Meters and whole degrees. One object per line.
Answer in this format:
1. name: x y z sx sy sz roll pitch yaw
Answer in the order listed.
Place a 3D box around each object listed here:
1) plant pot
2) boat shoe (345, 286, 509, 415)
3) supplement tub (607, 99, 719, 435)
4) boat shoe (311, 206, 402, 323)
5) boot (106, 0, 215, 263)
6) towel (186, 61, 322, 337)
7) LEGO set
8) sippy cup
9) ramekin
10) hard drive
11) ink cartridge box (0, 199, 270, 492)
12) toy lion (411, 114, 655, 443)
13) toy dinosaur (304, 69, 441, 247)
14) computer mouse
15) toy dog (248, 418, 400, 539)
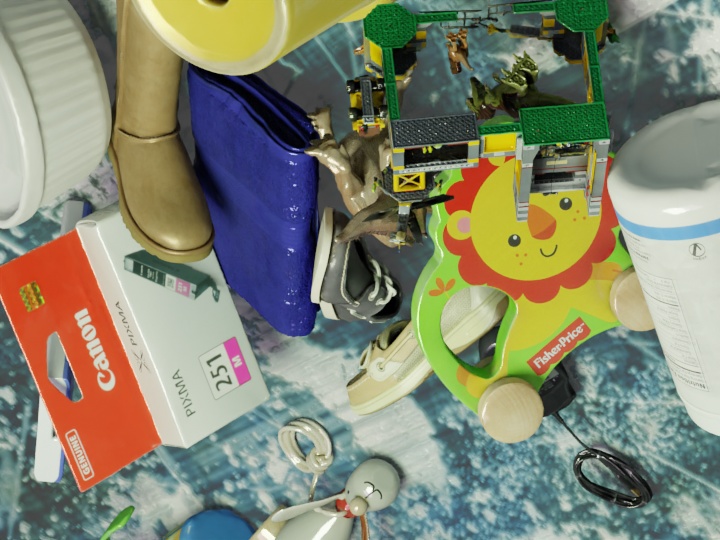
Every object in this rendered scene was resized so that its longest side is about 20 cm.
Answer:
1. plant pot: -0.059 -0.233 1.477 0.199 0.189 0.202 19 136 20
2. boat shoe: 0.048 0.047 1.736 0.063 0.073 0.200 49 135 -2
3. supplement tub: 0.255 -0.002 1.502 0.131 0.132 0.201 -2 125 36
4. boat shoe: 0.000 0.000 1.683 0.062 0.073 0.200 10 169 6
5. boot: -0.154 -0.130 1.676 0.176 0.066 0.201 58 151 35
6. towel: -0.078 -0.060 1.731 0.148 0.049 0.201 42 145 35
7. LEGO set: 0.087 -0.102 1.499 0.198 0.155 0.116 -12 151 -5
8. sippy cup: -0.151 0.294 2.052 0.177 0.140 0.130 13 136 -31
9. ramekin: -0.276 -0.143 1.738 0.202 0.094 0.204 36 138 40
10. hard drive: -0.251 0.059 1.864 0.025 0.201 0.133 6 136 -6
11. ink cartridge box: -0.181 0.051 1.760 0.043 0.173 0.201 -1 114 54
12. toy lion: 0.115 -0.007 1.577 0.200 0.069 0.192 -41 107 4
13. toy dinosaur: 0.019 -0.058 1.607 0.085 0.201 0.136 -15 123 8
14. computer mouse: 0.164 0.114 1.746 0.058 0.034 0.200 -30 112 29
15. toy dog: -0.042 0.239 1.943 0.131 0.096 0.201 26 137 14
